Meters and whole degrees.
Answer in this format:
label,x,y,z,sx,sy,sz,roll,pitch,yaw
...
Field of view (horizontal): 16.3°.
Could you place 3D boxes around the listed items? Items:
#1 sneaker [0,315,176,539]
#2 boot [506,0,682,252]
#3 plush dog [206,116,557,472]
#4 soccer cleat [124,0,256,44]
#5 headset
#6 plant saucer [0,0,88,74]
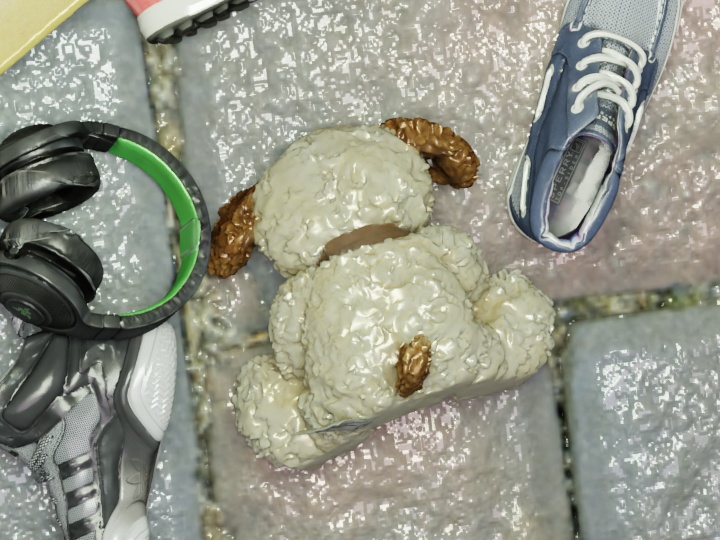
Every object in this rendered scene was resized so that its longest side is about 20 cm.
label,x,y,z,sx,sy,sz,roll,pitch,yaw
sneaker,-0.175,0.119,1.459,0.113,0.075,0.201,11,91,-7
boot,0.143,-0.105,1.449,0.072,0.090,0.201,16,96,-8
plush dog,0.000,0.000,1.434,0.199,0.161,0.172,-22,76,-2
soccer cleat,-0.047,-0.201,1.432,0.199,0.068,0.073,-27,89,-2
headset,-0.176,-0.030,1.408,0.199,0.094,0.124,5,70,-22
plant saucer,-0.254,-0.171,1.346,0.200,0.048,0.200,-40,139,1
